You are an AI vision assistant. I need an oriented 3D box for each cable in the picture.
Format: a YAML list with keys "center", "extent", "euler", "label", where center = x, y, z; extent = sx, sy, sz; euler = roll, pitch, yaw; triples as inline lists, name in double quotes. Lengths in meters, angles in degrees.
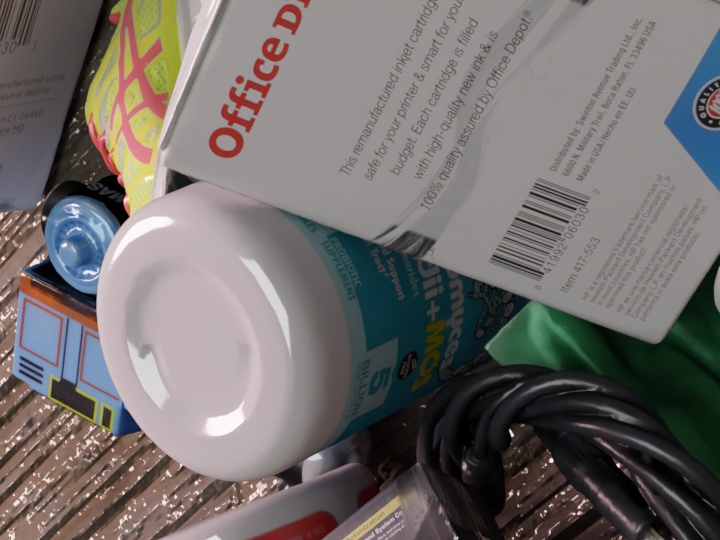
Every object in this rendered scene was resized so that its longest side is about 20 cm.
- center: [0.072, 0.112, 0.905]
  extent: [0.200, 0.051, 0.164]
  euler: [-8, 111, 60]
  label: "cable"

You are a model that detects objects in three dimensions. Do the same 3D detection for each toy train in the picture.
- center: [-0.066, 0.029, 1.072]
  extent: [0.199, 0.087, 0.115]
  euler: [25, 122, 27]
  label: "toy train"

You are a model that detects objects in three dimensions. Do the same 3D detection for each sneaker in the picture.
- center: [-0.078, -0.053, 1.023]
  extent: [0.090, 0.078, 0.201]
  euler: [-22, 46, 31]
  label: "sneaker"

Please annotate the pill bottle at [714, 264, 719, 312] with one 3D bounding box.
- center: [0.231, 0.033, 0.836]
  extent: [0.200, 0.113, 0.113]
  euler: [43, 121, 21]
  label: "pill bottle"

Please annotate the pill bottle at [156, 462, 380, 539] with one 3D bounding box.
- center: [-0.014, 0.191, 0.979]
  extent: [0.114, 0.114, 0.201]
  euler: [-24, 85, 36]
  label: "pill bottle"

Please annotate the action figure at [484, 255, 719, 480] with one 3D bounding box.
- center: [0.152, 0.073, 0.896]
  extent: [0.200, 0.118, 0.055]
  euler: [49, 163, 26]
  label: "action figure"

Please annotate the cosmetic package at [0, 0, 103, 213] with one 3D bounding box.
- center: [-0.248, -0.135, 1.113]
  extent: [0.200, 0.167, 0.167]
  euler: [34, 118, 27]
  label: "cosmetic package"

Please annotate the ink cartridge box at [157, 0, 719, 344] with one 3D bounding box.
- center: [0.047, -0.078, 0.843]
  extent: [0.199, 0.086, 0.147]
  euler: [21, 128, -9]
  label: "ink cartridge box"

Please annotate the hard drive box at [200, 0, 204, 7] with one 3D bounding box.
- center: [0.021, -0.184, 0.924]
  extent: [0.200, 0.077, 0.156]
  euler: [-43, 41, 33]
  label: "hard drive box"

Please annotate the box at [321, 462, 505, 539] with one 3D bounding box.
- center: [-0.010, 0.192, 0.858]
  extent: [0.200, 0.049, 0.162]
  euler: [-40, 55, 16]
  label: "box"

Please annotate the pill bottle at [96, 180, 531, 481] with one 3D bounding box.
- center: [0.000, 0.000, 0.937]
  extent: [0.110, 0.200, 0.111]
  euler: [16, 116, 35]
  label: "pill bottle"
